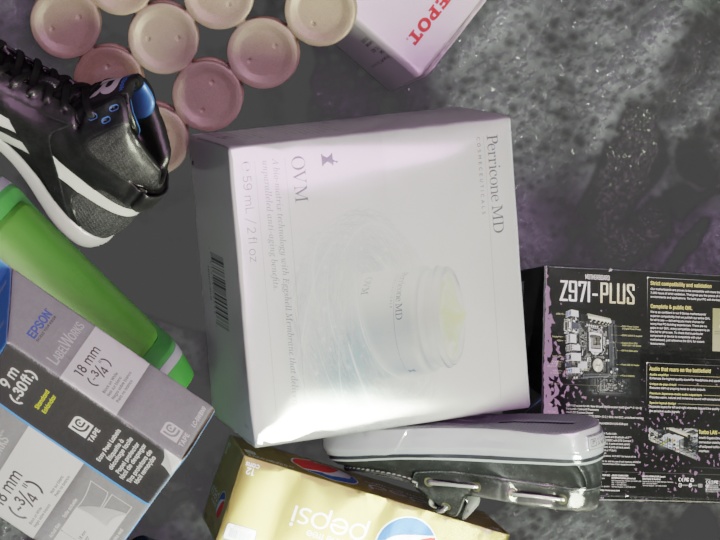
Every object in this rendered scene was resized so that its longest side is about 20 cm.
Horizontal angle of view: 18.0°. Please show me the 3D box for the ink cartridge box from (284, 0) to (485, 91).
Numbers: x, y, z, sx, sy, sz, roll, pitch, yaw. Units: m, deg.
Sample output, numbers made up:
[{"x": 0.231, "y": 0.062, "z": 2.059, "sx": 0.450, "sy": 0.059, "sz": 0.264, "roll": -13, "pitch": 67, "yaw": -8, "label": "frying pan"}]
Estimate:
[{"x": 0.001, "y": -0.246, "z": 1.596, "sx": 0.200, "sy": 0.084, "sz": 0.145, "roll": 40, "pitch": 77, "yaw": -9, "label": "ink cartridge box"}]

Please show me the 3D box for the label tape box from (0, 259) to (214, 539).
[{"x": -0.214, "y": 0.090, "z": 1.466, "sx": 0.199, "sy": 0.144, "sz": 0.063, "roll": 34, "pitch": 40, "yaw": -3, "label": "label tape box"}]

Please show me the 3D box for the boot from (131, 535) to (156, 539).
[{"x": -0.100, "y": 0.291, "z": 1.503, "sx": 0.167, "sy": 0.076, "sz": 0.202, "roll": 25, "pitch": 65, "yaw": -26, "label": "boot"}]

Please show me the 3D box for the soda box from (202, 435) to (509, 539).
[{"x": -0.003, "y": 0.177, "z": 1.565, "sx": 0.199, "sy": 0.068, "sz": 0.064, "roll": 19, "pitch": 94, "yaw": -14, "label": "soda box"}]

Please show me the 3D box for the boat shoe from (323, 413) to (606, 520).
[{"x": 0.068, "y": 0.135, "z": 1.537, "sx": 0.198, "sy": 0.072, "sz": 0.072, "roll": 1, "pitch": 99, "yaw": 22, "label": "boat shoe"}]

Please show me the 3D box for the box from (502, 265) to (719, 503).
[{"x": 0.207, "y": 0.084, "z": 1.626, "sx": 0.198, "sy": 0.086, "sz": 0.165, "roll": 2, "pitch": 85, "yaw": -15, "label": "box"}]

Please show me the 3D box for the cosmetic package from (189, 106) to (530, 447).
[{"x": 0.000, "y": 0.000, "z": 1.540, "sx": 0.198, "sy": 0.123, "sz": 0.201, "roll": -8, "pitch": 99, "yaw": -17, "label": "cosmetic package"}]

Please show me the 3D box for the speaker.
[{"x": -0.207, "y": 0.026, "z": 1.518, "sx": 0.200, "sy": 0.088, "sz": 0.089, "roll": 45, "pitch": 76, "yaw": -8, "label": "speaker"}]

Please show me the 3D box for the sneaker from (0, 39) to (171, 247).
[{"x": -0.201, "y": -0.120, "z": 1.511, "sx": 0.200, "sy": 0.112, "sz": 0.073, "roll": 49, "pitch": 33, "yaw": -14, "label": "sneaker"}]

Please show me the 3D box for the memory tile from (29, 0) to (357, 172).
[{"x": -0.115, "y": -0.175, "z": 1.545, "sx": 0.199, "sy": 0.017, "sz": 0.154, "roll": -36, "pitch": 102, "yaw": 13, "label": "memory tile"}]
